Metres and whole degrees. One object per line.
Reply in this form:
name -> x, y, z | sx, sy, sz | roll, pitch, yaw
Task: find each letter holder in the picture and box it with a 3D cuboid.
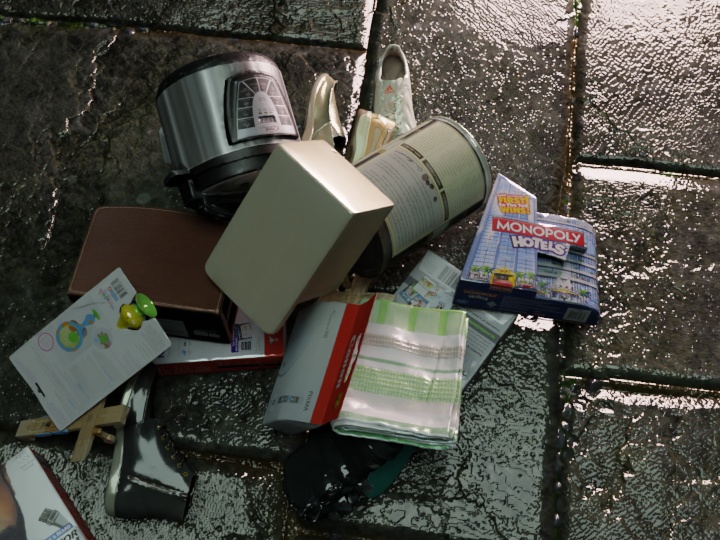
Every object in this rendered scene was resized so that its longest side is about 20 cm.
letter holder -> -0.260, 0.002, 1.273 | 0.199, 0.101, 0.143 | 7, 64, 5

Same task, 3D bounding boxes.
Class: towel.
towel -> 0.052, 0.118, 1.167 | 0.148, 0.031, 0.201 | 9, 49, 4

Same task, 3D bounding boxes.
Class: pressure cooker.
pressure cooker -> -0.161, -0.162, 1.259 | 0.175, 0.179, 0.201 | -18, 81, 12

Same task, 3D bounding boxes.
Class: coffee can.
coffee can -> 0.056, -0.101, 1.299 | 0.200, 0.147, 0.146 | -32, 68, -27

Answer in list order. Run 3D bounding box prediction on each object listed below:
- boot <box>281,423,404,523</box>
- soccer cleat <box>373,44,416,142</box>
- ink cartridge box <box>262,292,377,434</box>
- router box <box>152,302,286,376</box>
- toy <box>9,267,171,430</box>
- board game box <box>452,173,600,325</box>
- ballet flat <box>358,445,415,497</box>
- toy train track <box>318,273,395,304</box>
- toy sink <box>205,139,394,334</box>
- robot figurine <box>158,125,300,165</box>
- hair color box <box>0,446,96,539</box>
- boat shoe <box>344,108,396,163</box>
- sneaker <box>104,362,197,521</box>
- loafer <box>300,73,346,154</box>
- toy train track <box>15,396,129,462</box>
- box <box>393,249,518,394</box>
boot -> -0.034, 0.205, 1.215 | 0.162, 0.073, 0.199 | -45, 41, 23
soccer cleat -> 0.049, -0.243, 1.443 | 0.069, 0.078, 0.201 | -4, 65, 0
ink cartridge box -> -0.053, 0.112, 1.184 | 0.047, 0.200, 0.161 | 23, 69, -13
router box -> -0.194, 0.040, 1.334 | 0.178, 0.049, 0.201 | -5, 65, -1
toy -> -0.331, 0.097, 1.209 | 0.200, 0.047, 0.115 | -37, 87, 19
board game box -> 0.232, -0.035, 1.329 | 0.199, 0.062, 0.201 | 8, 54, -2
ballet flat -> 0.048, 0.193, 1.229 | 0.070, 0.067, 0.200 | 42, 103, 39
toy train track -> 0.000, 0.000, 1.332 | 0.114, 0.033, 0.201 | 1, 52, 27
toy sink -> -0.075, -0.041, 1.186 | 0.130, 0.112, 0.200 | 43, 117, 17
robot figurine -> -0.188, -0.195, 1.408 | 0.199, 0.113, 0.170 | 0, 45, 2
hair color box -> -0.400, 0.334, 1.197 | 0.111, 0.064, 0.200 | -36, 68, -13
boat shoe -> 0.008, -0.128, 1.382 | 0.076, 0.072, 0.201 | 15, 86, -7
sneaker -> -0.257, 0.219, 1.243 | 0.106, 0.075, 0.201 | 7, 79, 0
loafer -> -0.054, -0.202, 1.432 | 0.068, 0.076, 0.201 | 11, 63, -4
toy train track -> -0.364, 0.199, 1.236 | 0.199, 0.033, 0.115 | -12, 52, 32
box -> 0.096, 0.092, 1.307 | 0.156, 0.041, 0.200 | 33, 70, 16
